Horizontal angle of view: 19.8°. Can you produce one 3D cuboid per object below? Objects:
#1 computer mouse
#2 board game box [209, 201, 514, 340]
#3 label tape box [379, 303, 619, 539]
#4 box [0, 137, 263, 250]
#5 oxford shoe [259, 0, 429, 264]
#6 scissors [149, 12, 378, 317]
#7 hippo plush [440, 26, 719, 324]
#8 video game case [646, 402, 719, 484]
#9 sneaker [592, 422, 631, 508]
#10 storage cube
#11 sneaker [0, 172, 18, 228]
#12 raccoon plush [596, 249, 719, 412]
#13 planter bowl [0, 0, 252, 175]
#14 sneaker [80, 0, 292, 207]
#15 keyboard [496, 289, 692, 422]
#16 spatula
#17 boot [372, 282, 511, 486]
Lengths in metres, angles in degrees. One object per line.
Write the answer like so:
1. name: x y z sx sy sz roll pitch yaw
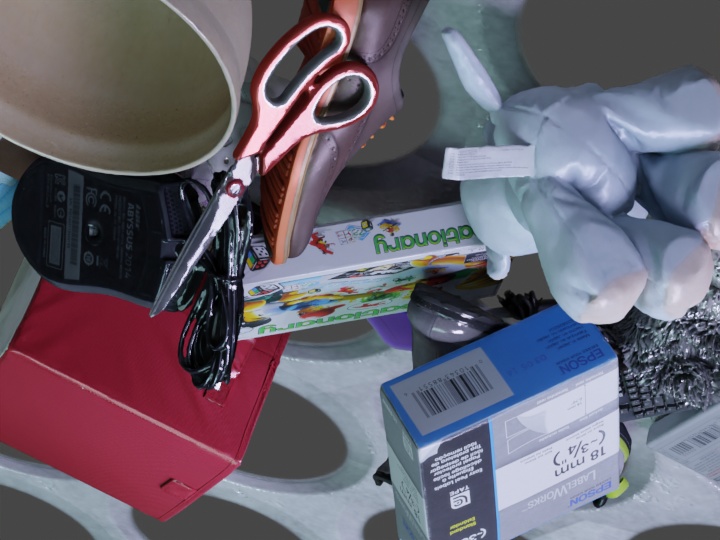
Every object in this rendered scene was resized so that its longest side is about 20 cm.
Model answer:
1. computer mouse: -0.137 -0.017 1.300 0.199 0.053 0.140 20 110 34
2. board game box: 0.000 0.000 1.354 0.198 0.035 0.126 -10 163 -7
3. label tape box: 0.095 0.129 1.344 0.143 0.063 0.201 -23 138 -14
4. box: -0.139 -0.075 1.377 0.199 0.075 0.100 25 149 -15
5. oxford shoe: -0.011 -0.087 1.233 0.072 0.071 0.201 6 124 -20
6. scissors: -0.071 -0.062 1.179 0.073 0.200 0.014 43 -174 -36
7. hippo plush: 0.120 -0.032 1.225 0.198 0.161 0.161 5 164 -15
8. video game case: 0.335 0.126 1.499 0.181 0.023 0.200 27 147 -15
9. sneaker: 0.114 0.150 1.590 0.199 0.083 0.072 -6 141 35
10. storage cube: -0.165 0.052 1.482 0.179 0.172 0.200 28 152 -14
11. sneaker: -0.328 -0.066 1.482 0.198 0.080 0.131 3 145 24
12. raccoon plush: 0.182 0.020 1.316 0.198 0.097 0.134 -16 133 17
13. planter bowl: -0.147 -0.168 1.171 0.199 0.136 0.201 13 149 8
14. sneaker: -0.097 -0.099 1.290 0.199 0.100 0.075 31 152 -19
15. keyboard: 0.167 0.046 1.431 0.126 0.021 0.201 -7 140 13
16. spatula: 0.093 0.035 1.475 0.199 0.021 0.057 -9 140 28
17. boot: 0.051 0.089 1.372 0.069 0.132 0.200 27 174 19
